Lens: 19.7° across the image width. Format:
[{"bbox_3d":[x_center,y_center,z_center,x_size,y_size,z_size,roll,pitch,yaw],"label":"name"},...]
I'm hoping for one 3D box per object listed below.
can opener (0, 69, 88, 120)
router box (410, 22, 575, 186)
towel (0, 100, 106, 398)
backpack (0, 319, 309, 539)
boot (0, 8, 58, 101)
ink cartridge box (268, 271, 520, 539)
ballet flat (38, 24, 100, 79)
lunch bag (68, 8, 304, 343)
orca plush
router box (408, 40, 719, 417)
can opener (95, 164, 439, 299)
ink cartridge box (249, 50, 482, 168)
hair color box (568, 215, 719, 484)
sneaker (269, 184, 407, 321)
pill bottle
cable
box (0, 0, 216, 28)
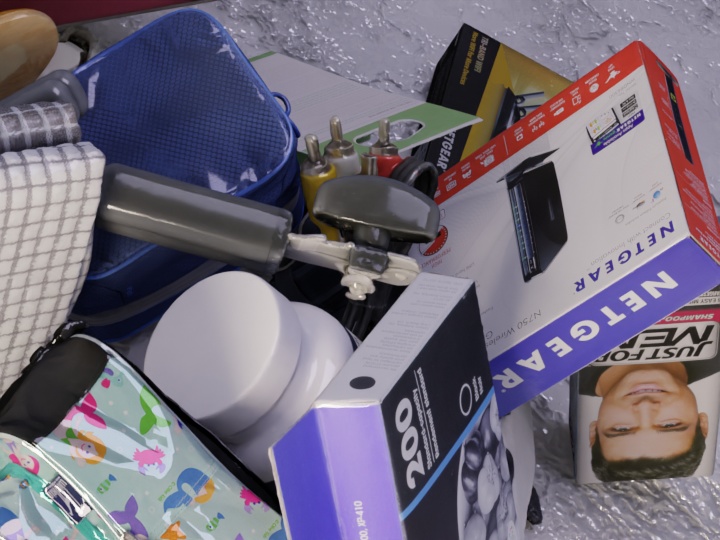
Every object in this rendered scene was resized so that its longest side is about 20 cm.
[{"bbox_3d":[-0.245,-0.050,1.225,0.067,0.199,0.053,55,12,-15],"label":"can opener"},{"bbox_3d":[0.121,-0.084,1.599,0.156,0.052,0.201,27,41,-10],"label":"router box"},{"bbox_3d":[-0.240,0.003,1.154,0.164,0.201,0.086,-13,49,-34],"label":"towel"},{"bbox_3d":[-0.125,0.147,1.116,0.199,0.177,0.151,37,65,-9],"label":"backpack"},{"bbox_3d":[-0.283,-0.147,1.285,0.071,0.200,0.145,43,23,-49],"label":"boot"},{"bbox_3d":[0.027,0.134,1.139,0.043,0.200,0.200,2,28,27],"label":"ink cartridge box"},{"bbox_3d":[-0.230,-0.106,1.371,0.071,0.072,0.200,34,41,-1],"label":"ballet flat"},{"bbox_3d":[-0.127,-0.060,1.308,0.199,0.133,0.136,-30,72,-11],"label":"lunch bag"},{"bbox_3d":[0.075,0.147,1.359,0.106,0.070,0.201,61,22,-47],"label":"orca plush"},{"bbox_3d":[0.123,-0.022,1.294,0.049,0.199,0.180,38,30,-35],"label":"router box"},{"bbox_3d":[-0.056,-0.029,1.201,0.198,0.053,0.067,11,75,-5],"label":"can opener"},{"bbox_3d":[-0.036,-0.095,1.436,0.199,0.048,0.145,23,31,33],"label":"ink cartridge box"},{"bbox_3d":[0.191,0.057,1.382,0.098,0.201,0.061,-4,47,2],"label":"hair color box"},{"bbox_3d":[0.015,-0.016,1.419,0.147,0.077,0.202,53,41,-5],"label":"sneaker"},{"bbox_3d":[-0.032,0.089,1.218,0.200,0.115,0.116,43,27,-44],"label":"pill bottle"},{"bbox_3d":[0.000,0.000,1.324,0.097,0.202,0.050,-14,28,-39],"label":"cable"},{"bbox_3d":[-0.159,-0.243,1.421,0.198,0.110,0.128,-8,22,14],"label":"box"}]
